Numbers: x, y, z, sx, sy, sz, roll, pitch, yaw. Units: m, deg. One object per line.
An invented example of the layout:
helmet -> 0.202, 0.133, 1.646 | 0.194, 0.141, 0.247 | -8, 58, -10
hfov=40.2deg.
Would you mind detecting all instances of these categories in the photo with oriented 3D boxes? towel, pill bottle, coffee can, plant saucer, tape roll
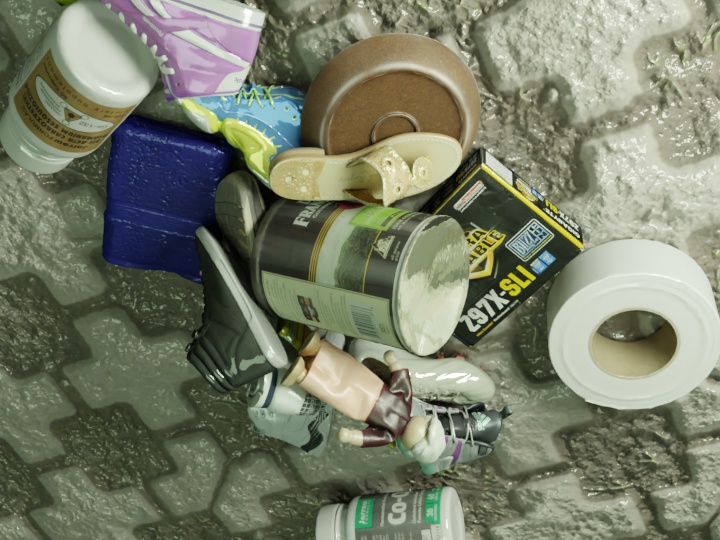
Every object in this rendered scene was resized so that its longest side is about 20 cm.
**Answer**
towel -> -0.228, -0.084, 1.162 | 0.145, 0.050, 0.202 | 12, 127, -4
pill bottle -> 0.043, 0.372, 1.391 | 0.196, 0.114, 0.115 | -10, 123, 15
coffee can -> 0.000, 0.000, 1.074 | 0.197, 0.146, 0.148 | 12, 131, 34
plant saucer -> 0.035, -0.151, 1.045 | 0.196, 0.035, 0.203 | -5, 129, -7
towel -> -0.029, 0.129, 1.175 | 0.018, 0.086, 0.200 | -40, 102, 10
pill bottle -> -0.307, -0.186, 1.044 | 0.114, 0.115, 0.199 | 40, 138, -18
tape roll -> 0.318, 0.067, 1.158 | 0.198, 0.071, 0.205 | 4, 125, 6

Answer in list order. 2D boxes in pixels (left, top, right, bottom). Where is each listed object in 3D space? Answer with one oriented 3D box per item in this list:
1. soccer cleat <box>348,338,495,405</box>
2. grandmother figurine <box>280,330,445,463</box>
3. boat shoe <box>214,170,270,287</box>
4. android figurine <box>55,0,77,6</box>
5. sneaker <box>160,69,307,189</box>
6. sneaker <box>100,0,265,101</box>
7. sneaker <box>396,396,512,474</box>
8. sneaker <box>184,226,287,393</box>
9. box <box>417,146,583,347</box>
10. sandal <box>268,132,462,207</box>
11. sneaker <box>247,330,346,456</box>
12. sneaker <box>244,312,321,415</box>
soccer cleat -> 0.076, 0.138, 1.243 | 0.197, 0.078, 0.070 | 20, 126, -5
grandmother figurine -> 0.014, 0.146, 1.103 | 0.199, 0.122, 0.061 | 36, 165, -8
boat shoe -> -0.118, -0.044, 1.150 | 0.074, 0.073, 0.202 | 42, 152, 32
android figurine -> -0.230, -0.328, 0.992 | 0.196, 0.041, 0.184 | -7, 123, 15
sneaker -> -0.118, -0.181, 1.066 | 0.105, 0.076, 0.200 | -40, 118, 17
sneaker -> -0.203, -0.231, 0.967 | 0.197, 0.073, 0.116 | 20, 108, -2
sneaker -> 0.120, 0.189, 1.217 | 0.137, 0.079, 0.200 | -16, 155, 12
sneaker -> -0.166, 0.047, 1.103 | 0.098, 0.202, 0.071 | -34, 155, 7
box -> 0.135, -0.021, 1.142 | 0.159, 0.050, 0.200 | 35, 123, -17
sandal -> 0.010, -0.089, 1.023 | 0.207, 0.070, 0.079 | -4, 130, -6
sneaker -> -0.085, 0.155, 1.284 | 0.113, 0.076, 0.203 | 12, 126, 1
sneaker -> -0.096, 0.114, 1.187 | 0.079, 0.201, 0.078 | 14, 112, -15
